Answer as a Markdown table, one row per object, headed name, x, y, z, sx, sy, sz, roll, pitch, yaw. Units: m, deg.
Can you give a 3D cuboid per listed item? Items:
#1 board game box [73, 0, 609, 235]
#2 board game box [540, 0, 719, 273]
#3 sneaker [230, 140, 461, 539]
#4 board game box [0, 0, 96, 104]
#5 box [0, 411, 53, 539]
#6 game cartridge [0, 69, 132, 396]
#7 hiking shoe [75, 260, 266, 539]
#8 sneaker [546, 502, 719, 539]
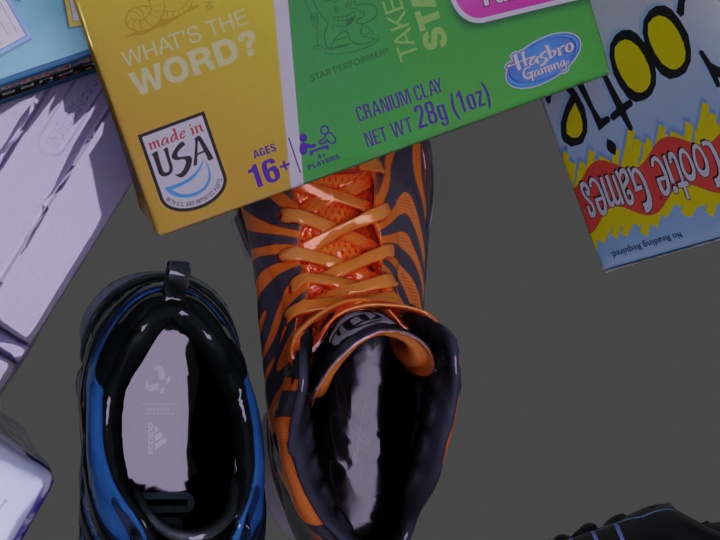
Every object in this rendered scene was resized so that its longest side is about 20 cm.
| name | x | y | z | sx | sy | sz | roll | pitch | yaw |
| --- | --- | --- | --- | --- | --- | --- | --- | --- | --- |
| board game box | -0.025 | -0.130 | 0.748 | 0.153 | 0.040 | 0.200 | -21 | 109 | -6 |
| board game box | 0.112 | -0.116 | 0.820 | 0.105 | 0.103 | 0.200 | -21 | 92 | -39 |
| sneaker | 0.000 | 0.000 | 0.811 | 0.077 | 0.112 | 0.201 | -8 | 90 | -9 |
| board game box | -0.116 | -0.134 | 0.798 | 0.200 | 0.047 | 0.151 | -19 | 89 | -9 |
| box | -0.188 | 0.113 | 0.744 | 0.105 | 0.184 | 0.200 | 32 | 85 | -8 |
| game cartridge | -0.124 | -0.074 | 0.835 | 0.130 | 0.038 | 0.200 | 32 | 83 | -2 |
| hiking shoe | -0.064 | 0.099 | 0.811 | 0.074 | 0.087 | 0.201 | -8 | 89 | -7 |
| sneaker | 0.077 | 0.116 | 0.824 | 0.200 | 0.070 | 0.078 | 6 | 55 | 23 |
